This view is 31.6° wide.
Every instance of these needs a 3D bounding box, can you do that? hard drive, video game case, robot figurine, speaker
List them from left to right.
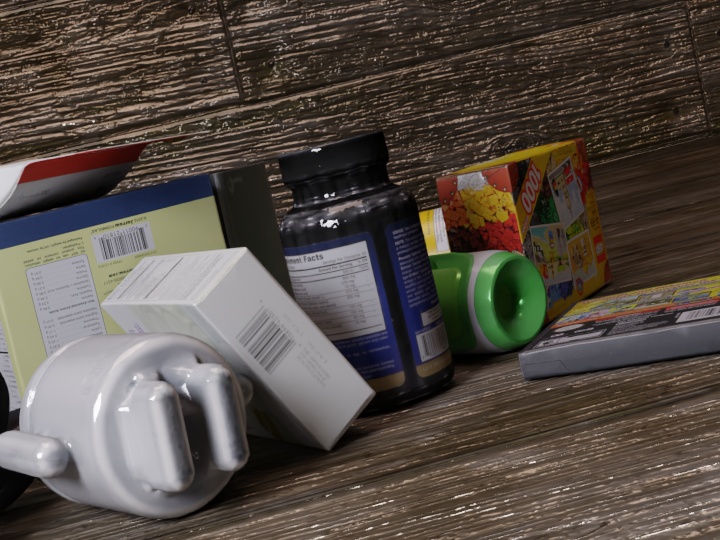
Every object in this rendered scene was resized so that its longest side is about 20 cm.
[{"bbox_3d":[-0.150,0.098,0.828,0.168,0.115,0.199,-11,3,-38],"label":"robot figurine"},{"bbox_3d":[-0.100,0.005,1.172,0.032,0.203,0.140,-11,6,14],"label":"hard drive"},{"bbox_3d":[0.065,0.031,1.113,0.088,0.090,0.198,-18,8,-41],"label":"speaker"},{"bbox_3d":[0.238,0.037,0.970,0.197,0.026,0.180,-12,6,25],"label":"video game case"}]

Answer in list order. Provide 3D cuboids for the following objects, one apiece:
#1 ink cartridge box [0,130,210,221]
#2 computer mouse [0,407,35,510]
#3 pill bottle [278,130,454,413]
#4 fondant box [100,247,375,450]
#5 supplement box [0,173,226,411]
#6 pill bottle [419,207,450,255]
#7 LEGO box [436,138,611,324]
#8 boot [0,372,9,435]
[{"bbox_3d":[-0.240,-0.070,1.021,0.197,0.058,0.162,-1,10,26],"label":"ink cartridge box"},{"bbox_3d":[-0.305,0.164,0.909,0.198,0.053,0.138,-28,12,-16],"label":"computer mouse"},{"bbox_3d":[0.000,0.000,0.984,0.110,0.203,0.112,-13,6,1],"label":"pill bottle"},{"bbox_3d":[-0.095,0.056,0.933,0.058,0.145,0.199,-48,20,-20],"label":"fondant box"},{"bbox_3d":[-0.213,0.043,1.067,0.198,0.203,0.134,-16,7,-27],"label":"supplement box"},{"bbox_3d":[0.035,0.003,1.324,0.197,0.113,0.111,-12,6,11],"label":"pill bottle"},{"bbox_3d":[0.160,-0.035,1.215,0.076,0.151,0.199,-9,8,32],"label":"LEGO box"},{"bbox_3d":[-0.323,0.144,0.818,0.172,0.070,0.201,-17,34,18],"label":"boot"}]
